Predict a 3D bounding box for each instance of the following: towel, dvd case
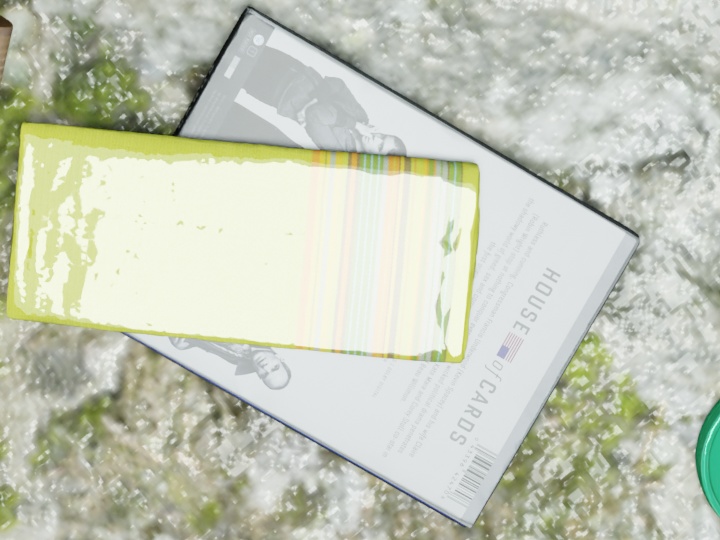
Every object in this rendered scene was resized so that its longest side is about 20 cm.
[{"bbox_3d":[-0.049,-0.012,1.167,0.198,0.018,0.087,6,93,-3],"label":"towel"},{"bbox_3d":[0.000,0.000,1.191,0.199,0.025,0.151,30,96,-8],"label":"dvd case"}]

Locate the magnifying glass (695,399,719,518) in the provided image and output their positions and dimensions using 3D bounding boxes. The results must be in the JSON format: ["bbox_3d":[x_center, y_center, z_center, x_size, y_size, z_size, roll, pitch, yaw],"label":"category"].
[{"bbox_3d":[0.249,0.090,1.226,0.198,0.022,0.080,6,99,-3],"label":"magnifying glass"}]

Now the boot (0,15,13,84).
[{"bbox_3d":[-0.256,-0.060,1.148,0.199,0.077,0.156,17,102,-14],"label":"boot"}]
